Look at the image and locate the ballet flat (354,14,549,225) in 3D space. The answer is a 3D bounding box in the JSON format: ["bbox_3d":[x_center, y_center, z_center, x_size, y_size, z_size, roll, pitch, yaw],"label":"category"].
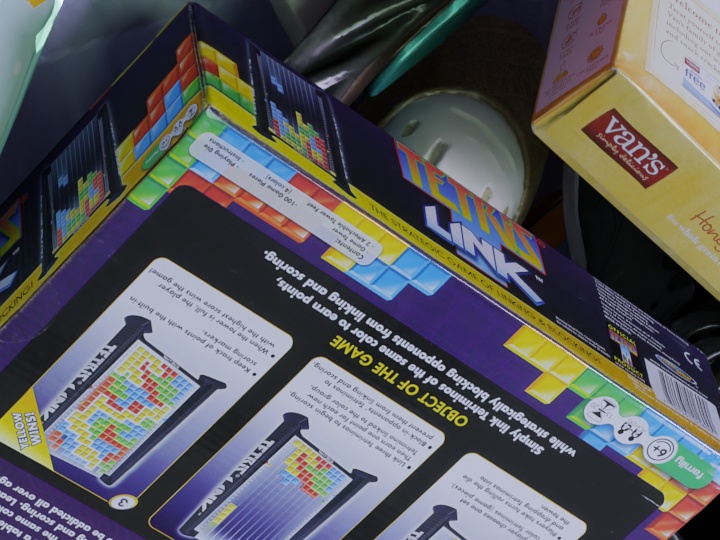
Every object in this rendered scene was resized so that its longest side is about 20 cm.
[{"bbox_3d":[0.000,0.000,0.913,0.068,0.072,0.200,44,77,-5],"label":"ballet flat"}]

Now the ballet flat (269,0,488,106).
[{"bbox_3d":[-0.018,-0.062,0.889,0.068,0.068,0.200,40,69,1],"label":"ballet flat"}]

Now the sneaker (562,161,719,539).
[{"bbox_3d":[0.108,0.006,0.920,0.070,0.099,0.201,12,85,-25],"label":"sneaker"}]

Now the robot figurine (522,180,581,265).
[{"bbox_3d":[0.063,0.043,0.994,0.200,0.058,0.145,-40,122,-20],"label":"robot figurine"}]

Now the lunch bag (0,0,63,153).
[{"bbox_3d":[-0.163,-0.079,0.730,0.199,0.122,0.171,20,93,-36],"label":"lunch bag"}]

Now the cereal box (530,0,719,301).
[{"bbox_3d":[0.125,-0.071,0.915,0.144,0.039,0.200,41,39,-21],"label":"cereal box"}]

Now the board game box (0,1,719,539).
[{"bbox_3d":[-0.022,0.045,0.829,0.200,0.057,0.165,34,115,-29],"label":"board game box"}]
